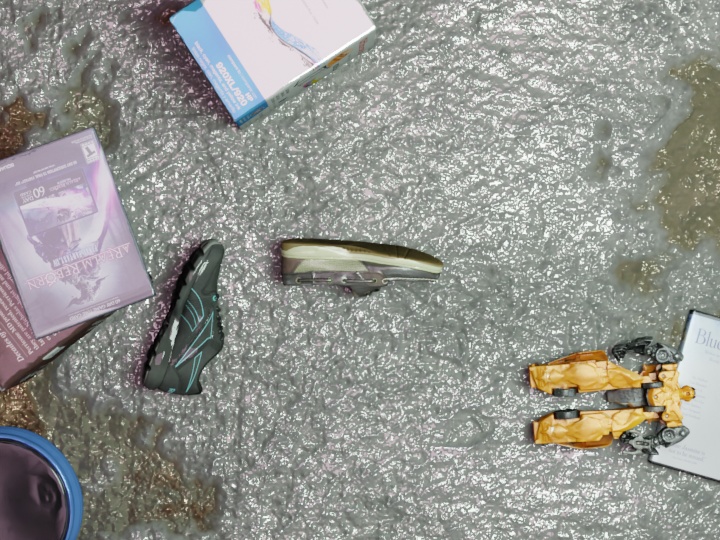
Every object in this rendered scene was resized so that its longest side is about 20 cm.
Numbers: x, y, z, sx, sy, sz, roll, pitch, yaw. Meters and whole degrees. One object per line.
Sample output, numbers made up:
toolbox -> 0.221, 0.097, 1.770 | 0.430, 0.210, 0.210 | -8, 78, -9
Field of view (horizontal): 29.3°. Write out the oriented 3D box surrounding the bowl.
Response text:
bowl -> -0.442, 0.293, 1.684 | 0.200, 0.039, 0.201 | 0, 91, -2

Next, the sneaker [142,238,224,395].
sneaker -> -0.200, 0.059, 1.682 | 0.079, 0.075, 0.201 | 21, 98, -13

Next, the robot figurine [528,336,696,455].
robot figurine -> 0.309, 0.156, 1.692 | 0.199, 0.058, 0.146 | -4, 90, 3

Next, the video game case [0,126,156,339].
video game case -> -0.328, -0.042, 1.529 | 0.142, 0.019, 0.201 | -20, 90, -3

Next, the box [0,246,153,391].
box -> -0.376, 0.011, 1.619 | 0.200, 0.166, 0.164 | -38, 93, -1

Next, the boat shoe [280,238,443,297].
boat shoe -> 0.000, 0.000, 1.686 | 0.199, 0.073, 0.065 | 7, 102, 1

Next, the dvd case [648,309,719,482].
dvd case -> 0.455, 0.163, 1.725 | 0.142, 0.018, 0.201 | 16, 90, -1

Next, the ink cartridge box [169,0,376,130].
ink cartridge box -> -0.100, -0.283, 1.634 | 0.200, 0.147, 0.145 | -33, 92, -1
